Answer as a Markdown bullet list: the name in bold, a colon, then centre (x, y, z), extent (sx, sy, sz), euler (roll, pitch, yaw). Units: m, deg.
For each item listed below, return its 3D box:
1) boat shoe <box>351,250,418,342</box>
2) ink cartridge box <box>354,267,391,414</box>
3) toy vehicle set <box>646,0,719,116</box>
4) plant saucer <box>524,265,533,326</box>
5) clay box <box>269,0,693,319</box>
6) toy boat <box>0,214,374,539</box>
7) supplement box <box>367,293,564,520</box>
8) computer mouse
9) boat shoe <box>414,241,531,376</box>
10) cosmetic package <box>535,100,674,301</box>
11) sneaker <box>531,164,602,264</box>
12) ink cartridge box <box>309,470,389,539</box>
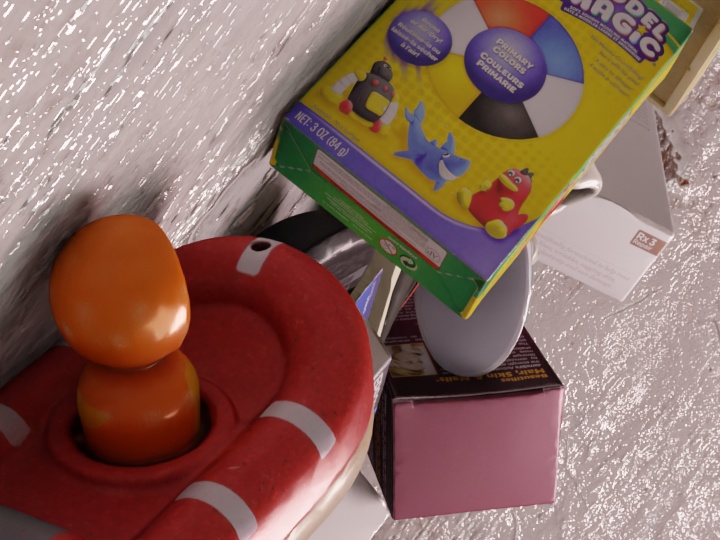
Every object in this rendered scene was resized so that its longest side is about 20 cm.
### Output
- **boat shoe**: centre (0.002, 0.002, 1.003), extent (0.063, 0.074, 0.202), euler (-34, 159, -42)
- **ink cartridge box**: centre (-0.037, 0.097, 0.861), extent (0.200, 0.039, 0.100), euler (-51, 167, -30)
- **toy vehicle set**: centre (0.133, -0.155, 0.845), extent (0.027, 0.124, 0.200), euler (-49, 173, -11)
- **plant saucer**: centre (0.100, -0.002, 1.292), extent (0.201, 0.038, 0.204), euler (-179, -90, -82)
- **clay box**: centre (0.064, -0.088, 0.776), extent (0.200, 0.115, 0.048), euler (-49, 172, -25)
- **toy boat**: centre (-0.077, 0.041, 0.597), extent (0.200, 0.129, 0.132), euler (-44, 141, -48)
- **supplement box**: centre (0.053, 0.073, 1.121), extent (0.200, 0.109, 0.087), euler (-115, -157, -64)
- **computer mouse**: centre (-0.067, 0.033, 0.877), extent (0.140, 0.046, 0.200), euler (-31, 163, -21)
- **boat shoe**: centre (0.074, -0.038, 1.016), extent (0.065, 0.073, 0.202), euler (-56, 152, -66)
- **cosmetic package**: centre (0.159, -0.078, 1.224), extent (0.074, 0.101, 0.201), euler (-56, -164, 34)
- **sneaker**: centre (0.116, -0.086, 1.098), extent (0.078, 0.098, 0.202), euler (68, 44, -71)
- **ink cartridge box**: centre (-0.098, 0.190, 1.055), extent (0.144, 0.085, 0.200), euler (-10, -148, 52)
